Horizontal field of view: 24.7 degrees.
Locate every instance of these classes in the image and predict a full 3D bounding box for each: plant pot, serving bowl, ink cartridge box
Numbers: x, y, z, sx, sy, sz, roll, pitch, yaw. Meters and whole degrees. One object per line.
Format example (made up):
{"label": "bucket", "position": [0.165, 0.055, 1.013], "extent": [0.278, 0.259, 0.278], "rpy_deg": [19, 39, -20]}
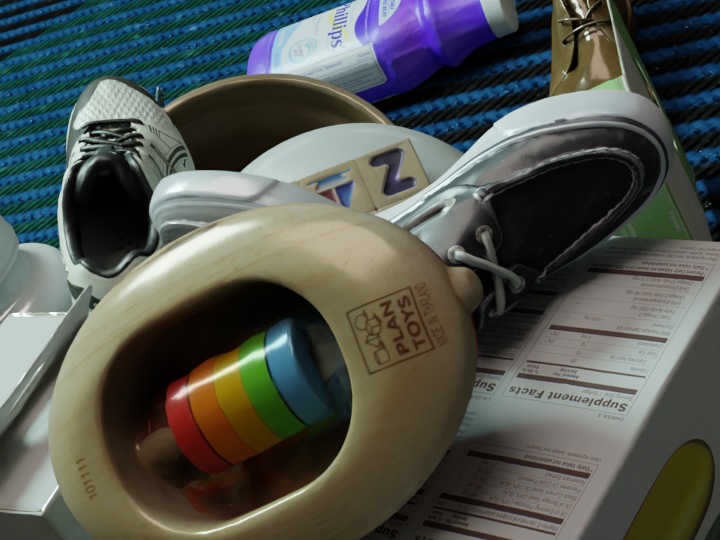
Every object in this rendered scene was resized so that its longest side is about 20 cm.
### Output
{"label": "plant pot", "position": [-0.054, -0.011, 0.996], "extent": [0.199, 0.093, 0.202], "rpy_deg": [-1, 66, 2]}
{"label": "serving bowl", "position": [0.000, 0.000, 0.904], "extent": [0.198, 0.066, 0.202], "rpy_deg": [-1, 66, 2]}
{"label": "ink cartridge box", "position": [0.148, -0.041, 0.860], "extent": [0.048, 0.146, 0.201], "rpy_deg": [-24, 34, 14]}
{"label": "ink cartridge box", "position": [-0.130, 0.115, 0.828], "extent": [0.125, 0.201, 0.129], "rpy_deg": [-2, 43, 36]}

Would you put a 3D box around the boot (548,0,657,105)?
{"label": "boot", "position": [0.145, -0.142, 1.060], "extent": [0.073, 0.076, 0.201], "rpy_deg": [-17, 37, 17]}

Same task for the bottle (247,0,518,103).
{"label": "bottle", "position": [0.016, -0.164, 1.199], "extent": [0.199, 0.065, 0.084], "rpy_deg": [-17, 37, 21]}

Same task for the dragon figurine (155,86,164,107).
{"label": "dragon figurine", "position": [-0.134, -0.059, 1.187], "extent": [0.099, 0.059, 0.201], "rpy_deg": [-13, 38, 26]}

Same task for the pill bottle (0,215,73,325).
{"label": "pill bottle", "position": [-0.188, 0.056, 0.948], "extent": [0.111, 0.200, 0.112], "rpy_deg": [-23, 35, 17]}

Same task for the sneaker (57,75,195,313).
{"label": "sneaker", "position": [-0.129, -0.047, 0.903], "extent": [0.075, 0.088, 0.201], "rpy_deg": [-10, 51, -4]}

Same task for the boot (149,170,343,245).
{"label": "boot", "position": [-0.024, 0.022, 0.810], "extent": [0.199, 0.074, 0.096], "rpy_deg": [17, 62, 8]}

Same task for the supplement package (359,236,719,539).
{"label": "supplement package", "position": [0.087, 0.107, 0.709], "extent": [0.150, 0.152, 0.200], "rpy_deg": [4, 47, 43]}

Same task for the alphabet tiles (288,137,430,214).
{"label": "alphabet tiles", "position": [0.027, 0.011, 0.858], "extent": [0.199, 0.008, 0.168], "rpy_deg": [-21, 67, -7]}

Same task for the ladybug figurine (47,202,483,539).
{"label": "ladybug figurine", "position": [-0.033, 0.047, 0.649], "extent": [0.199, 0.137, 0.072], "rpy_deg": [-24, -6, 25]}

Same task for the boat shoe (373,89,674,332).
{"label": "boat shoe", "position": [0.042, -0.005, 0.687], "extent": [0.199, 0.072, 0.068], "rpy_deg": [-25, 30, 18]}
